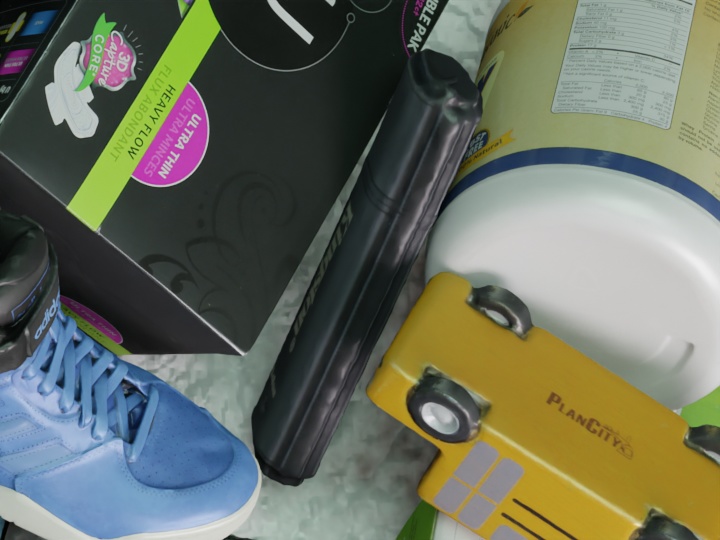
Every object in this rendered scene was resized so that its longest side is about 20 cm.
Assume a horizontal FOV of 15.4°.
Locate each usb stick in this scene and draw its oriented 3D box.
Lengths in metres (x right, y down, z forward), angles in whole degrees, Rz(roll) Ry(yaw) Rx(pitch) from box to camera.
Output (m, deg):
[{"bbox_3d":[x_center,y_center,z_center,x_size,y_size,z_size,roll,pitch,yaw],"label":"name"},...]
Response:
[{"bbox_3d":[0.000,0.000,1.125,0.032,0.201,0.056,13,28,-22],"label":"usb stick"}]

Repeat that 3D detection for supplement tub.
[{"bbox_3d":[0.114,-0.052,1.165,0.144,0.145,0.201,24,50,-8],"label":"supplement tub"}]

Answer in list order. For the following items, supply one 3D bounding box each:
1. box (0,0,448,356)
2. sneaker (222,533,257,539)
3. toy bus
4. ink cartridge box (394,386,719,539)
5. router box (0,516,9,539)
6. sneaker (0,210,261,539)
[{"bbox_3d":[-0.083,-0.084,1.128,0.148,0.124,0.201,40,66,-27],"label":"box"},{"bbox_3d":[-0.102,0.146,1.069,0.199,0.074,0.081,-19,104,-40],"label":"sneaker"},{"bbox_3d":[0.094,0.087,1.098,0.199,0.078,0.065,32,52,1],"label":"toy bus"},{"bbox_3d":[0.092,0.125,1.172,0.147,0.076,0.201,20,50,-9],"label":"ink cartridge box"},{"bbox_3d":[-0.242,0.088,1.091,0.199,0.062,0.151,19,70,-10],"label":"router box"},{"bbox_3d":[-0.123,0.039,1.039,0.199,0.112,0.077,21,46,-7],"label":"sneaker"}]
